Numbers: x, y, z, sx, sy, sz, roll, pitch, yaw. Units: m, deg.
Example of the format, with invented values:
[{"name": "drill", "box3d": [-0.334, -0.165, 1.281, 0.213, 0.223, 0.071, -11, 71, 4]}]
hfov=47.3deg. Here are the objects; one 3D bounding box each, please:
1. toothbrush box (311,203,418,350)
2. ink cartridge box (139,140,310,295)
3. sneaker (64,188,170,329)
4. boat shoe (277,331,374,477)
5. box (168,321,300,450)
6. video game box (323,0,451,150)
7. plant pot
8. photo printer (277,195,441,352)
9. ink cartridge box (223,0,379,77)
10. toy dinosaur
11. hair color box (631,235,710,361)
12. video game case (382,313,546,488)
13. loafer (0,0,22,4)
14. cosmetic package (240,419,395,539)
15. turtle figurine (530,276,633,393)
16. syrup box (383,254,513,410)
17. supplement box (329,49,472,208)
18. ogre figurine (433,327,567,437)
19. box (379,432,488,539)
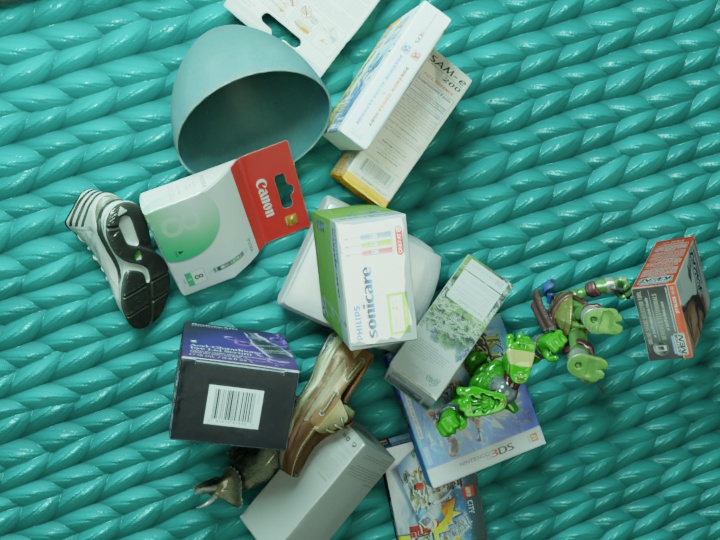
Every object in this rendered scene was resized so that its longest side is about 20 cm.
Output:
[{"name": "toothbrush box", "box3d": [0.000, 0.000, 1.004, 0.085, 0.200, 0.147, -8, 99, -9]}, {"name": "ink cartridge box", "box3d": [-0.166, -0.064, 1.069, 0.198, 0.050, 0.162, -20, 139, -6]}, {"name": "sneaker", "box3d": [-0.320, -0.023, 1.082, 0.075, 0.115, 0.202, -35, 138, -34]}, {"name": "boat shoe", "box3d": [-0.044, 0.182, 1.095, 0.073, 0.076, 0.201, 23, 84, 13]}, {"name": "box", "box3d": [-0.167, 0.144, 1.066, 0.147, 0.200, 0.105, 8, 98, -14]}, {"name": "video game box", "box3d": [0.024, -0.239, 1.042, 0.047, 0.200, 0.183, 35, 91, -13]}, {"name": "plant pot", "box3d": [-0.152, -0.225, 1.031, 0.199, 0.201, 0.135, -22, 64, -7]}, {"name": "photo printer", "box3d": [0.006, 0.012, 1.146, 0.199, 0.069, 0.167, 26, 94, -14]}, {"name": "ink cartridge box", "box3d": [-0.060, -0.378, 1.087, 0.160, 0.047, 0.200, 37, 96, -15]}, {"name": "toy dinosaur", "box3d": [-0.135, 0.260, 1.142, 0.199, 0.102, 0.077, -37, 104, -3]}, {"name": "hair color box", "box3d": [0.448, 0.036, 1.178, 0.063, 0.200, 0.112, -10, 106, 34]}, {"name": "video game case", "box3d": [0.150, 0.186, 1.190, 0.180, 0.045, 0.202, -19, 87, -10]}, {"name": "loafer", "box3d": [-0.398, -0.378, 1.009, 0.198, 0.072, 0.063, -18, 86, -14]}, {"name": "cosmetic package", "box3d": [-0.058, 0.305, 1.153, 0.200, 0.085, 0.108, -48, 144, -1]}, {"name": "turtle figurine", "box3d": [0.342, 0.086, 1.149, 0.144, 0.194, 0.200, -40, 93, 15]}, {"name": "syrup box", "box3d": [0.120, 0.085, 1.132, 0.078, 0.082, 0.200, 35, 72, 7]}, {"name": "supplement box", "box3d": [0.049, -0.188, 1.094, 0.073, 0.126, 0.201, 35, 91, -13]}, {"name": "ogre figurine", "box3d": [0.181, 0.153, 1.113, 0.098, 0.120, 0.201, 33, 81, 5]}, {"name": "box", "box3d": [0.110, 0.337, 1.237, 0.135, 0.038, 0.202, -13, 101, -9]}]
